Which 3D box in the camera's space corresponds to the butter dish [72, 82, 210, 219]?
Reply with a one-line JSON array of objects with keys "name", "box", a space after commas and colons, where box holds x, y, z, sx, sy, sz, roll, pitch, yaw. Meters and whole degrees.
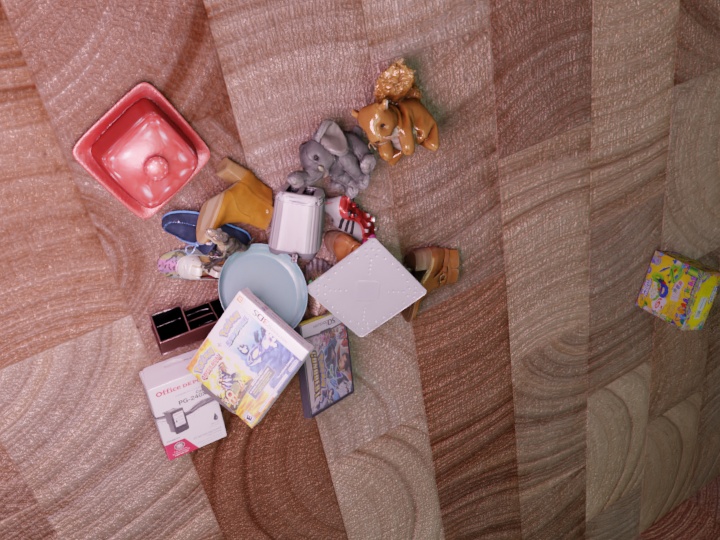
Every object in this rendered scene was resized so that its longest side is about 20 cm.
[{"name": "butter dish", "box": [-0.386, -0.203, 1.179, 0.199, 0.147, 0.201, -45, 126, -6]}]

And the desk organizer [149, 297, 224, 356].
[{"name": "desk organizer", "box": [-0.344, 0.103, 1.373, 0.196, 0.073, 0.077, -21, 163, -21]}]

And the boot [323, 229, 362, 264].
[{"name": "boot", "box": [0.000, 0.000, 1.495, 0.074, 0.154, 0.201, -46, 128, -13]}]

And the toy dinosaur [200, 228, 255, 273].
[{"name": "toy dinosaur", "box": [-0.267, -0.039, 1.257, 0.088, 0.200, 0.048, -39, 82, 7]}]

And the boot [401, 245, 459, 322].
[{"name": "boot", "box": [0.182, 0.034, 1.684, 0.152, 0.076, 0.205, -5, 108, -33]}]

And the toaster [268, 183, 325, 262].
[{"name": "toaster", "box": [-0.133, -0.106, 1.353, 0.111, 0.200, 0.132, 8, 106, 0]}]

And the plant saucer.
[{"name": "plant saucer", "box": [-0.205, 0.045, 1.341, 0.196, 0.027, 0.205, 11, 67, -27]}]

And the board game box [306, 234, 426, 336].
[{"name": "board game box", "box": [0.014, 0.037, 1.416, 0.198, 0.026, 0.200, -35, 123, 20]}]

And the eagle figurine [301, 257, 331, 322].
[{"name": "eagle figurine", "box": [-0.125, 0.092, 1.488, 0.147, 0.153, 0.204, 6, 116, -11]}]

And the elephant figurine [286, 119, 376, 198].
[{"name": "elephant figurine", "box": [-0.072, -0.243, 1.346, 0.197, 0.155, 0.144, 15, 111, -38]}]

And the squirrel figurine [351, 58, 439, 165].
[{"name": "squirrel figurine", "box": [0.063, -0.339, 1.371, 0.185, 0.139, 0.205, 3, 86, -49]}]

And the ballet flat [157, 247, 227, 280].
[{"name": "ballet flat", "box": [-0.324, -0.005, 1.355, 0.196, 0.071, 0.071, 3, 112, -31]}]

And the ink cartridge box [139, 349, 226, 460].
[{"name": "ink cartridge box", "box": [-0.397, 0.301, 1.445, 0.143, 0.083, 0.204, -19, 121, -22]}]

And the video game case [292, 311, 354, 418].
[{"name": "video game case", "box": [-0.078, 0.202, 1.432, 0.180, 0.025, 0.205, -16, 101, -58]}]

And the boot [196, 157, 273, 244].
[{"name": "boot", "box": [-0.245, -0.115, 1.305, 0.143, 0.070, 0.205, 36, 55, -39]}]

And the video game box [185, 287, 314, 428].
[{"name": "video game box", "box": [-0.217, 0.170, 1.252, 0.201, 0.181, 0.047, -53, 172, 12]}]

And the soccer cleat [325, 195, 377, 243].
[{"name": "soccer cleat", "box": [-0.024, -0.116, 1.491, 0.200, 0.083, 0.070, 42, 58, -58]}]

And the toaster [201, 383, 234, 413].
[{"name": "toaster", "box": [-0.230, 0.188, 1.395, 0.199, 0.118, 0.183, -28, 150, -57]}]

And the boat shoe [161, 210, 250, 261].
[{"name": "boat shoe", "box": [-0.310, -0.068, 1.318, 0.197, 0.070, 0.084, 13, 149, -32]}]

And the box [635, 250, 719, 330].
[{"name": "box", "box": [1.059, 0.064, 2.137, 0.120, 0.192, 0.204, 2, 112, -30]}]
